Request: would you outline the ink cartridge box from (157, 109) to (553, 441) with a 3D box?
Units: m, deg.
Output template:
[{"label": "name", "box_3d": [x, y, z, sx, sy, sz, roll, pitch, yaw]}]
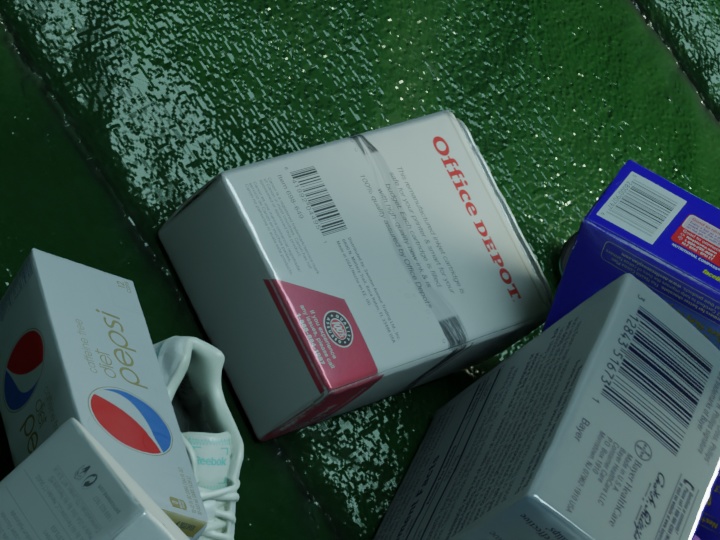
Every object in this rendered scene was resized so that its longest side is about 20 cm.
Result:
[{"label": "ink cartridge box", "box_3d": [0.000, 0.000, 1.766, 0.199, 0.085, 0.146, -18, 77, -42]}]

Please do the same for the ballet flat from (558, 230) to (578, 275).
[{"label": "ballet flat", "box_3d": [0.184, 0.058, 1.890, 0.073, 0.073, 0.201, -6, 69, -41]}]

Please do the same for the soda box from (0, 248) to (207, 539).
[{"label": "soda box", "box_3d": [-0.142, 0.079, 1.567, 0.068, 0.064, 0.200, 19, 31, -30]}]

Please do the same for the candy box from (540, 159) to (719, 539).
[{"label": "candy box", "box_3d": [0.189, 0.062, 1.764, 0.168, 0.201, 0.077, 30, 42, 13]}]

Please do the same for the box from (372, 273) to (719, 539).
[{"label": "box", "box_3d": [0.102, 0.134, 1.685, 0.105, 0.200, 0.184, 40, 46, -11]}]

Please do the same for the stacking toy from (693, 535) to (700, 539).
[{"label": "stacking toy", "box_3d": [0.227, 0.225, 1.720, 0.200, 0.086, 0.085, 35, 45, 9]}]

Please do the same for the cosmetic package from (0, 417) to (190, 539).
[{"label": "cosmetic package", "box_3d": [-0.133, 0.218, 1.402, 0.200, 0.123, 0.200, -42, 119, -5]}]

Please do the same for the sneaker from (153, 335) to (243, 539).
[{"label": "sneaker", "box_3d": [-0.098, 0.129, 1.614, 0.070, 0.080, 0.201, 7, 62, -38]}]
